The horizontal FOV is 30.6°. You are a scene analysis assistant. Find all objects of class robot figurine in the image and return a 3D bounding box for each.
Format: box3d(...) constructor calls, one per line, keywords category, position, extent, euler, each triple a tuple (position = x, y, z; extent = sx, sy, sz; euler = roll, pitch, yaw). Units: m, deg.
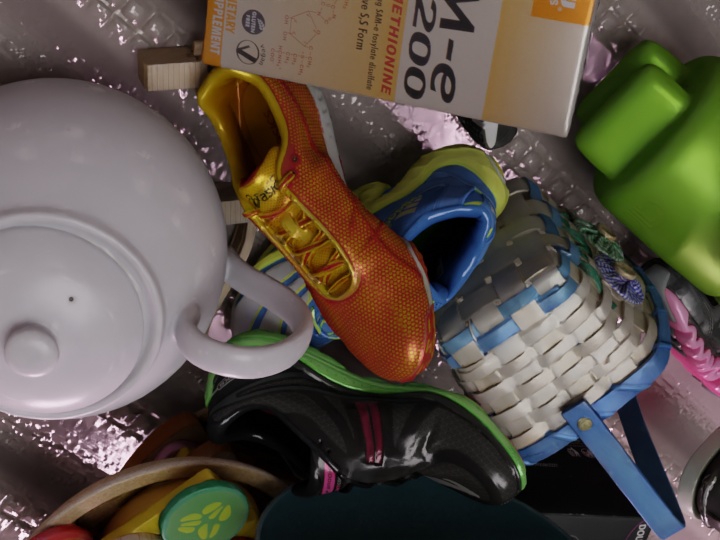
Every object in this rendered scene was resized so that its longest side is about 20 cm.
box3d(category="robot figurine", position=(0.227, -0.051, 0.822), extent=(0.199, 0.176, 0.116), euler=(39, 117, -11))

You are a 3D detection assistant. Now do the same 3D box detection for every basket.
box3d(category="basket", position=(0.133, 0.056, 0.833), extent=(0.138, 0.177, 0.201), euler=(-32, 119, 12))

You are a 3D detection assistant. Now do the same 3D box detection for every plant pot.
box3d(category="plant pot", position=(0.028, 0.222, 0.753), extent=(0.197, 0.200, 0.136), euler=(2, 112, -22))

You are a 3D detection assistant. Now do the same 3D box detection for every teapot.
box3d(category="teapot", position=(-0.157, 0.006, 0.687), extent=(0.199, 0.147, 0.198), euler=(-32, 118, 11))

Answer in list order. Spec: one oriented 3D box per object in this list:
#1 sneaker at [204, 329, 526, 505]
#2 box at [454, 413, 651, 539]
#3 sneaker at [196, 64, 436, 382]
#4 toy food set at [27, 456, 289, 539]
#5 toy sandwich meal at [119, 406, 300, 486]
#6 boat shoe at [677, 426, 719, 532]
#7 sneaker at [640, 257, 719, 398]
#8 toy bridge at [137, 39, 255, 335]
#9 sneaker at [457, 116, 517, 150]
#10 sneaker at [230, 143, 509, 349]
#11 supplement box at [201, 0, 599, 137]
box3d(category="sneaker", position=(0.000, 0.104, 0.774), extent=(0.197, 0.084, 0.077), euler=(17, 146, 8))
box3d(category="box", position=(0.089, 0.218, 0.940), extent=(0.147, 0.125, 0.202), euler=(6, 115, -24))
box3d(category="sneaker", position=(-0.029, -0.024, 0.710), extent=(0.073, 0.201, 0.077), euler=(-42, 164, 33))
box3d(category="toy food set", position=(-0.123, 0.190, 0.797), extent=(0.199, 0.049, 0.198), euler=(-34, 135, 4))
box3d(category="toy sandwich meal", position=(-0.069, 0.164, 0.878), extent=(0.202, 0.070, 0.208), euler=(-10, 122, -16))
box3d(category="boat shoe", position=(0.306, 0.107, 0.920), extent=(0.201, 0.060, 0.072), euler=(-45, 132, -17))
box3d(category="sneaker", position=(0.259, 0.030, 0.931), extent=(0.096, 0.079, 0.200), euler=(-50, 135, 3))
box3d(category="toy bridge", position=(-0.095, -0.039, 0.776), extent=(0.066, 0.027, 0.202), euler=(-7, 121, -19))
box3d(category="sneaker", position=(0.087, -0.163, 0.749), extent=(0.079, 0.074, 0.202), euler=(-13, 123, -17))
box3d(category="sneaker", position=(0.000, 0.000, 0.774), extent=(0.199, 0.105, 0.076), euler=(-38, 106, 13))
box3d(category="supplement box", position=(0.025, -0.156, 0.673), extent=(0.197, 0.074, 0.128), euler=(12, 118, 8))
